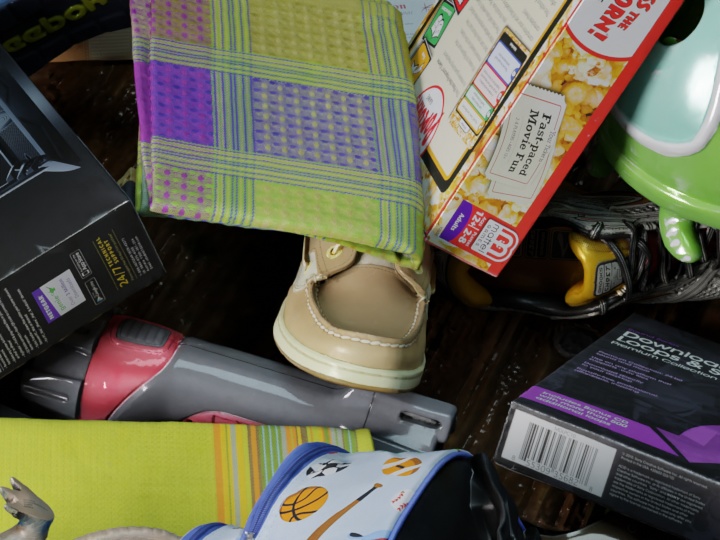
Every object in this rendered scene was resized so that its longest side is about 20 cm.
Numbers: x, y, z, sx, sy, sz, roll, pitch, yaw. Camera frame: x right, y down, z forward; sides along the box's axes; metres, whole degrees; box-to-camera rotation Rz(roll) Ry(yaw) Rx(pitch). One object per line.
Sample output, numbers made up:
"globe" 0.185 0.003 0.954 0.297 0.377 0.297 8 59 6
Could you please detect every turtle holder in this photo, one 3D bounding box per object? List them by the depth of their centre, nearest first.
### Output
"turtle holder" 0.185 -0.105 1.297 0.141 0.132 0.186 3 38 0

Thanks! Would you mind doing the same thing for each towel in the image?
"towel" -0.089 0.101 1.175 0.199 0.018 0.086 2 44 -8
"towel" -0.041 -0.079 1.284 0.143 0.023 0.200 9 40 -14

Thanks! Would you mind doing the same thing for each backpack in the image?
"backpack" 0.000 0.167 1.070 0.154 0.200 0.191 10 50 30

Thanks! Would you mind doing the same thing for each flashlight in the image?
"flashlight" -0.058 0.069 1.260 0.200 0.068 0.068 17 80 7

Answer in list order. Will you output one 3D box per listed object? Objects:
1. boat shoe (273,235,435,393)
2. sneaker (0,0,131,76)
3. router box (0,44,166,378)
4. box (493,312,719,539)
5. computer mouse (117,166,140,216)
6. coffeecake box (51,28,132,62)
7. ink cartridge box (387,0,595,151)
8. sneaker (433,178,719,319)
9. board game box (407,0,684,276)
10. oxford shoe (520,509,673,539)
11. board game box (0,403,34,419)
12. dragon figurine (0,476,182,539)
"boat shoe" 0.000 0.000 1.279 0.074 0.067 0.200 12 18 -8
"sneaker" -0.149 -0.163 1.384 0.200 0.074 0.082 -22 51 5
"router box" -0.205 -0.024 1.253 0.157 0.052 0.200 -32 43 -10
"box" 0.159 0.076 1.226 0.143 0.036 0.200 21 16 16
"computer mouse" -0.180 -0.045 1.334 0.140 0.046 0.200 -14 31 3
"coffeecake box" -0.159 -0.239 1.507 0.073 0.154 0.200 -3 43 -6
"ink cartridge box" 0.017 -0.144 1.461 0.199 0.084 0.176 -5 46 -10
"sneaker" 0.132 -0.006 1.334 0.199 0.078 0.082 -5 24 2
"board game box" 0.084 -0.117 1.288 0.046 0.200 0.152 26 18 -23
"oxford shoe" 0.125 0.144 1.166 0.200 0.073 0.085 17 87 8
"board game box" -0.194 0.144 1.172 0.165 0.057 0.200 21 46 18
"dragon figurine" -0.162 0.142 1.095 0.200 0.100 0.059 -3 40 -36
